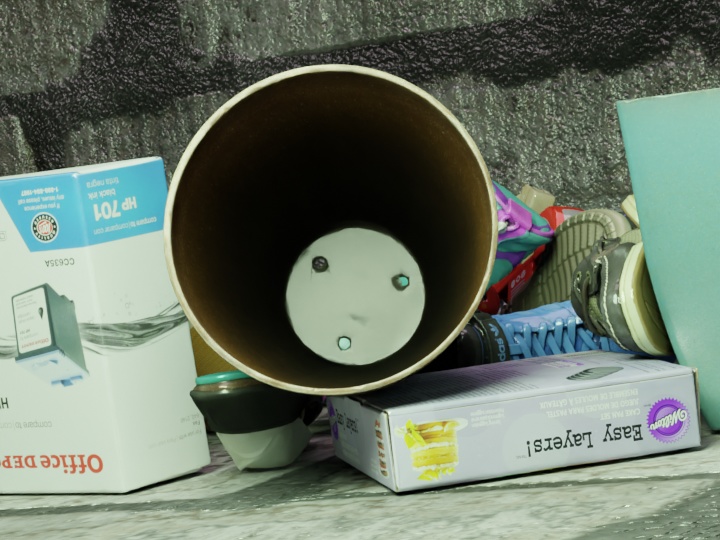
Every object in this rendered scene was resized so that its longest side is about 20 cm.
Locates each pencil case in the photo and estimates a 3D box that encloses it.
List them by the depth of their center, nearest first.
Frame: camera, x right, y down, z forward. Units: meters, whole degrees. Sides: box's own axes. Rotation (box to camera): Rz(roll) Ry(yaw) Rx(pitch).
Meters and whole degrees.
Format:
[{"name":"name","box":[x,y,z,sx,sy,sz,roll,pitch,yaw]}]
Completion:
[{"name":"pencil case","box":[0.036,0.014,1.649,0.200,0.085,0.092,-44,8,5]}]

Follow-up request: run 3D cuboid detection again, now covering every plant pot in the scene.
[{"name":"plant pot","box":[0.250,-0.012,1.409,0.141,0.201,0.141,-7,3,23]},{"name":"plant pot","box":[-0.010,-0.005,1.411,0.186,0.187,0.200,-7,-12,3]}]

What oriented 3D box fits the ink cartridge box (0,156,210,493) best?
[{"name":"ink cartridge box","box":[-0.186,0.037,1.508,0.146,0.201,0.086,-5,5,38]}]

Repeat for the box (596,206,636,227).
[{"name":"box","box":[0.264,0.004,1.815,0.199,0.123,0.106,-7,3,-17]}]

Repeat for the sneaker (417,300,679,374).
[{"name":"sneaker","box":[0.113,0.057,1.558,0.199,0.077,0.111,-10,-5,30]}]

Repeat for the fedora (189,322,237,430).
[{"name":"fedora","box":[-0.100,0.052,1.708,0.201,0.082,0.201,-41,-13,-11]}]

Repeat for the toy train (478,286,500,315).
[{"name":"toy train","box":[0.000,0.000,1.751,0.116,0.200,0.085,-37,-5,-34]}]

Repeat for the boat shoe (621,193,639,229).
[{"name":"boat shoe","box":[0.269,-0.006,1.593,0.200,0.063,0.073,32,9,5]}]

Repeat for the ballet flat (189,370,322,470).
[{"name":"ballet flat","box":[-0.055,0.087,1.498,0.068,0.069,0.200,-7,3,14]}]

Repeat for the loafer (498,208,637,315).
[{"name":"loafer","box":[0.154,0.022,1.670,0.068,0.076,0.200,11,-31,-18]}]

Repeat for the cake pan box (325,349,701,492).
[{"name":"cake pan box","box":[0.084,0.085,1.410,0.184,0.052,0.200,-6,3,-12]}]

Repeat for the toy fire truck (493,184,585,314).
[{"name":"toy fire truck","box":[0.124,-0.012,1.810,0.049,0.141,0.200,16,-32,-19]}]

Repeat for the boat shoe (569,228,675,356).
[{"name":"boat shoe","box":[0.163,0.015,1.468,0.066,0.072,0.201,-15,9,15]}]
